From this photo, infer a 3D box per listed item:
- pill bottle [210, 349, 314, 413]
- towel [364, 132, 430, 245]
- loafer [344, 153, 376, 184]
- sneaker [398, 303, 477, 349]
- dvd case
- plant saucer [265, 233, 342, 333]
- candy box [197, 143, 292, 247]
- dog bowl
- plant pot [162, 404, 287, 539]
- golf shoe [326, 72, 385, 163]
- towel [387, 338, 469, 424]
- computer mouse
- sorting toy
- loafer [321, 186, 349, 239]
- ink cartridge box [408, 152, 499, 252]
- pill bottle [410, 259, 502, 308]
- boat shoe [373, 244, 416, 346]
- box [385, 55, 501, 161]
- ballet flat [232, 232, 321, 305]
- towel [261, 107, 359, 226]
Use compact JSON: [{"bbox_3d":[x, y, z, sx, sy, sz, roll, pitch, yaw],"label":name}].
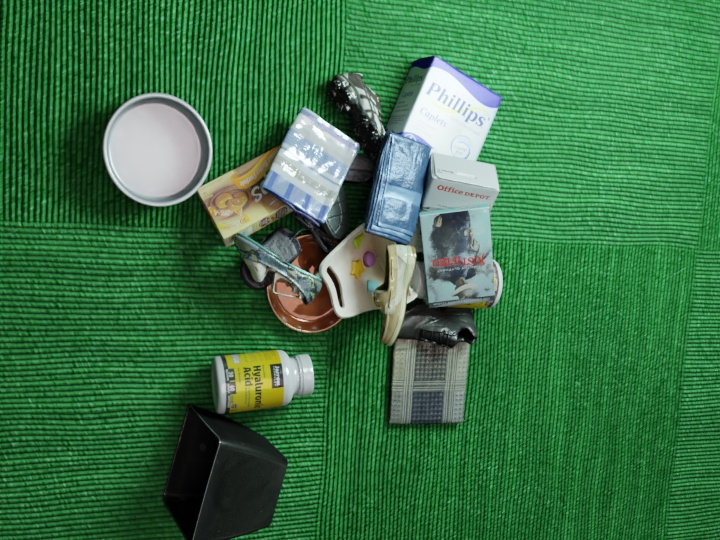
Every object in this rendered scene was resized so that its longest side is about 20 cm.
[{"bbox_3d":[-0.196,0.219,1.524,0.195,0.111,0.115,-5,99,-20],"label":"pill bottle"},{"bbox_3d":[0.075,-0.160,1.480,0.109,0.048,0.206,14,85,-27],"label":"towel"},{"bbox_3d":[0.041,-0.213,1.574,0.195,0.073,0.075,4,92,-21],"label":"loafer"},{"bbox_3d":[0.167,0.126,1.645,0.194,0.092,0.077,-5,133,-17],"label":"sneaker"},{"bbox_3d":[0.197,-0.027,1.536,0.142,0.022,0.205,-6,114,4],"label":"dvd case"},{"bbox_3d":[-0.102,0.026,1.574,0.195,0.032,0.207,-2,97,-19],"label":"plant saucer"},{"bbox_3d":[-0.205,-0.147,1.478,0.197,0.055,0.117,-29,78,-14],"label":"candy box"},{"bbox_3d":[-0.378,-0.224,1.415,0.195,0.079,0.206,-3,99,-19],"label":"dog bowl"},{"bbox_3d":[-0.257,0.402,1.493,0.174,0.198,0.206,14,93,-32],"label":"plant pot"},{"bbox_3d":[0.019,-0.313,1.533,0.094,0.077,0.203,-31,92,-37],"label":"golf shoe"},{"bbox_3d":[0.153,0.243,1.701,0.187,0.034,0.206,2,99,-17],"label":"towel"},{"bbox_3d":[-0.143,-0.020,1.514,0.140,0.046,0.201,44,70,-12],"label":"computer mouse"},{"bbox_3d":[0.000,0.000,1.537,0.178,0.106,0.204,-33,114,-32],"label":"sorting toy"},{"bbox_3d":[-0.076,-0.161,1.532,0.071,0.062,0.205,-19,96,-36],"label":"loafer"},{"bbox_3d":[0.185,-0.129,1.562,0.142,0.084,0.203,10,135,-9],"label":"ink cartridge box"},{"bbox_3d":[0.201,0.024,1.642,0.194,0.109,0.113,3,96,-20],"label":"pill bottle"},{"bbox_3d":[0.058,0.046,1.501,0.064,0.074,0.206,10,98,-10],"label":"boat shoe"},{"bbox_3d":[0.166,-0.311,1.588,0.181,0.105,0.204,24,88,-21],"label":"box"},{"bbox_3d":[-0.165,0.003,1.441,0.197,0.074,0.076,29,87,-15],"label":"ballet flat"},{"bbox_3d":[-0.092,-0.203,1.467,0.145,0.024,0.204,32,64,-16],"label":"towel"}]
